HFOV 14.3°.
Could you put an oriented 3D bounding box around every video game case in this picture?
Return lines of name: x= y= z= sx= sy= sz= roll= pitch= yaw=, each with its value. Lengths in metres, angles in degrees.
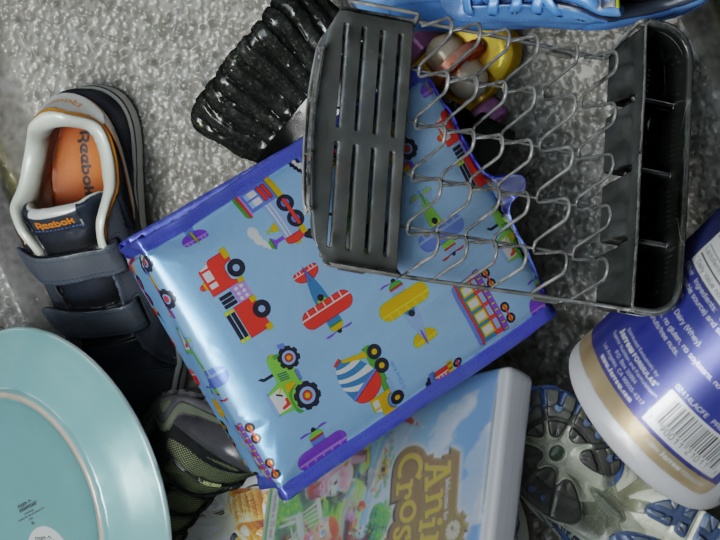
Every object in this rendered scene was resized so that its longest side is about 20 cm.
video game case: x=0.009 y=0.160 z=1.515 sx=0.181 sy=0.022 sz=0.201 roll=-15 pitch=58 yaw=44

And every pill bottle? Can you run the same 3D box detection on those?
pill bottle: x=0.214 y=0.021 z=1.494 sx=0.200 sy=0.116 sz=0.116 roll=-44 pitch=80 yaw=19

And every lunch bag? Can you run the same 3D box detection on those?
lunch bag: x=0.000 y=0.000 z=1.478 sx=0.199 sy=0.094 sz=0.151 roll=-31 pitch=95 yaw=-9

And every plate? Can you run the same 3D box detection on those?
plate: x=-0.180 y=0.131 z=1.597 sx=0.199 sy=0.025 sz=0.202 roll=14 pitch=110 yaw=41

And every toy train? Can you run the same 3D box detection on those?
toy train: x=0.021 y=-0.150 z=1.582 sx=0.149 sy=0.056 sz=0.201 roll=22 pitch=104 yaw=17

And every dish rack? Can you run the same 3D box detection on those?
dish rack: x=0.068 y=-0.060 z=1.452 sx=0.199 sy=0.055 sz=0.155 roll=8 pitch=77 yaw=-22

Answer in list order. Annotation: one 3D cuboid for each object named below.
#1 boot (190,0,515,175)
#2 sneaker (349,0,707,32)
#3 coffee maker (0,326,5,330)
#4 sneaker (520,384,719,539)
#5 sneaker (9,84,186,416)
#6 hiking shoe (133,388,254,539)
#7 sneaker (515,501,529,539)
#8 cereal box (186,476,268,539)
boot: x=-0.032 y=-0.035 z=1.549 sx=0.157 sy=0.079 sz=0.212 roll=31 pitch=96 yaw=-6
sneaker: x=0.093 y=-0.157 z=1.500 sx=0.199 sy=0.078 sz=0.066 roll=-4 pitch=106 yaw=-5
coffee maker: x=-0.274 y=-0.056 z=1.682 sx=0.191 sy=0.135 sz=0.202 roll=4 pitch=100 yaw=0
sneaker: x=0.142 y=0.135 z=1.564 sx=0.077 sy=0.085 sz=0.200 roll=-40 pitch=102 yaw=-4
sneaker: x=-0.157 y=-0.005 z=1.657 sx=0.078 sy=0.079 sz=0.201 roll=-11 pitch=94 yaw=21
hiking shoe: x=-0.106 y=0.126 z=1.602 sx=0.200 sy=0.075 sz=0.101 roll=-12 pitch=63 yaw=55
sneaker: x=0.053 y=0.178 z=1.533 sx=0.075 sy=0.088 sz=0.202 roll=-7 pitch=82 yaw=9
cereal box: x=-0.021 y=0.135 z=1.639 sx=0.144 sy=0.039 sz=0.200 roll=43 pitch=109 yaw=13
